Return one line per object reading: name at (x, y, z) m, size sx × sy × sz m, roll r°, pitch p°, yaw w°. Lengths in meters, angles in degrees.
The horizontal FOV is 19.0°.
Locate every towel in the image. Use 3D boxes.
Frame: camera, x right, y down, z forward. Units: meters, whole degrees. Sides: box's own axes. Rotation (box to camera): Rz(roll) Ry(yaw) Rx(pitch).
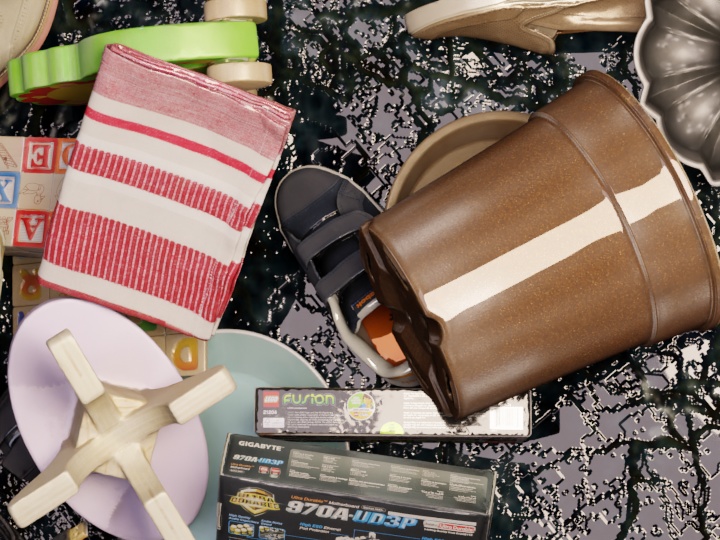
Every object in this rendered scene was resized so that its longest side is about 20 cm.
towel at (-0.144, -0.052, 1.554) m, size 0.143 × 0.023 × 0.201 m, roll 19°, pitch 117°, yaw -5°

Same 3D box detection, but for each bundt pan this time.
bundt pan at (0.295, -0.157, 1.568) m, size 0.200 × 0.076 × 0.204 m, roll 0°, pitch 96°, yaw 3°

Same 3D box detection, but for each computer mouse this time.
computer mouse at (-0.237, 0.139, 1.650) m, size 0.199 × 0.046 × 0.141 m, roll -36°, pitch 71°, yaw 10°

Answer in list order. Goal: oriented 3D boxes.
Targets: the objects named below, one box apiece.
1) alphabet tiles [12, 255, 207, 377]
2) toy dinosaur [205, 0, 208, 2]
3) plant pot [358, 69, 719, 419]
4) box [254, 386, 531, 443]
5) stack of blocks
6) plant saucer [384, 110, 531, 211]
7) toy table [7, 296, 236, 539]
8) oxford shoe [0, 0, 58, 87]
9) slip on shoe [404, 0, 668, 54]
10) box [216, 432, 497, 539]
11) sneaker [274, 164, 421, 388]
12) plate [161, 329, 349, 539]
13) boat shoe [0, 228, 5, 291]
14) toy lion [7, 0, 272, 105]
alphabet tiles at (-0.198, 0.022, 1.684) m, size 0.165 × 0.006 × 0.202 m, roll -5°, pitch 80°, yaw 17°
toy dinosaur at (-0.097, -0.242, 1.678) m, size 0.199 × 0.047 × 0.089 m, roll -33°, pitch 67°, yaw 8°
plant pot at (0.116, -0.008, 1.492) m, size 0.197 × 0.200 × 0.201 m, roll -26°, pitch 82°, yaw -10°
box at (0.023, 0.107, 1.582) m, size 0.198 × 0.110 × 0.035 m, roll 0°, pitch 83°, yaw 0°
stack of blocks at (-0.216, -0.041, 1.665) m, size 0.198 × 0.059 × 0.116 m, roll 3°, pitch 82°, yaw 18°
plant saucer at (0.109, -0.018, 1.597) m, size 0.198 × 0.029 × 0.202 m, roll 3°, pitch 80°, yaw -15°
toy table at (-0.181, 0.118, 1.577) m, size 0.184 × 0.117 × 0.200 m, roll -43°, pitch 102°, yaw -6°
oxford shoe at (-0.298, -0.183, 1.671) m, size 0.070 × 0.074 × 0.201 m, roll 2°, pitch 59°, yaw 42°
slip on shoe at (0.134, -0.191, 1.621) m, size 0.198 × 0.076 × 0.061 m, roll -11°, pitch 96°, yaw 4°
box at (-0.008, 0.202, 1.570) m, size 0.198 × 0.046 × 0.160 m, roll 7°, pitch 131°, yaw 3°
sneaker at (0.000, 0.000, 1.628) m, size 0.078 × 0.079 × 0.201 m, roll -38°, pitch 79°, yaw 7°
plate at (-0.103, 0.146, 1.664) m, size 0.198 × 0.026 × 0.202 m, roll -1°, pitch 86°, yaw 12°
boat shoe at (-0.319, 0.048, 1.668) m, size 0.073 × 0.063 × 0.202 m, roll 22°, pitch 128°, yaw -1°
toy lion at (-0.169, -0.153, 1.615) m, size 0.190 × 0.200 × 0.069 m, roll -4°, pitch 87°, yaw -8°
